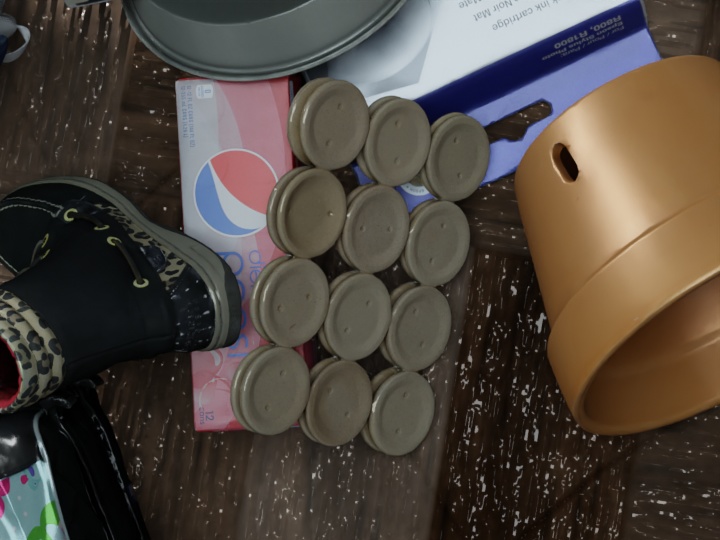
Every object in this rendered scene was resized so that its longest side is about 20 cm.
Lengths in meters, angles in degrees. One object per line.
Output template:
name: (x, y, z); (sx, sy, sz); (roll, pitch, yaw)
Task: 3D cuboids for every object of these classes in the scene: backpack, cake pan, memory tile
backpack: (-0.178, 0.179, 1.630); (0.150, 0.178, 0.201); (-25, 93, 6)
cake pan: (-0.051, -0.200, 1.667); (0.199, 0.037, 0.201); (-10, 57, 15)
memory tile: (0.000, 0.000, 1.645); (0.017, 0.153, 0.201); (16, 94, 46)

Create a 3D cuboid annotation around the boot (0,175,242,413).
boot: (-0.182, 0.011, 1.621); (0.203, 0.153, 0.074); (23, 122, 43)

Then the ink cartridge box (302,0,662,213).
ink cartridge box: (0.056, -0.153, 1.699); (0.199, 0.041, 0.201); (-25, 83, 3)

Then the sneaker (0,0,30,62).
sneaker: (-0.276, -0.188, 1.721); (0.114, 0.075, 0.201); (-26, 88, 3)

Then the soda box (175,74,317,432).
soda box: (-0.064, -0.011, 1.678); (0.069, 0.063, 0.202); (-3, 91, 6)

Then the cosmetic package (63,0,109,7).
cosmetic package: (-0.135, -0.259, 1.659); (0.103, 0.087, 0.201); (-11, 57, 14)

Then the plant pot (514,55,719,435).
plant pot: (0.173, -0.021, 1.612); (0.199, 0.200, 0.141); (-30, 67, 3)

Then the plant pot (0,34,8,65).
plant pot: (-0.291, -0.168, 1.592); (0.198, 0.200, 0.181); (-3, 101, 4)
